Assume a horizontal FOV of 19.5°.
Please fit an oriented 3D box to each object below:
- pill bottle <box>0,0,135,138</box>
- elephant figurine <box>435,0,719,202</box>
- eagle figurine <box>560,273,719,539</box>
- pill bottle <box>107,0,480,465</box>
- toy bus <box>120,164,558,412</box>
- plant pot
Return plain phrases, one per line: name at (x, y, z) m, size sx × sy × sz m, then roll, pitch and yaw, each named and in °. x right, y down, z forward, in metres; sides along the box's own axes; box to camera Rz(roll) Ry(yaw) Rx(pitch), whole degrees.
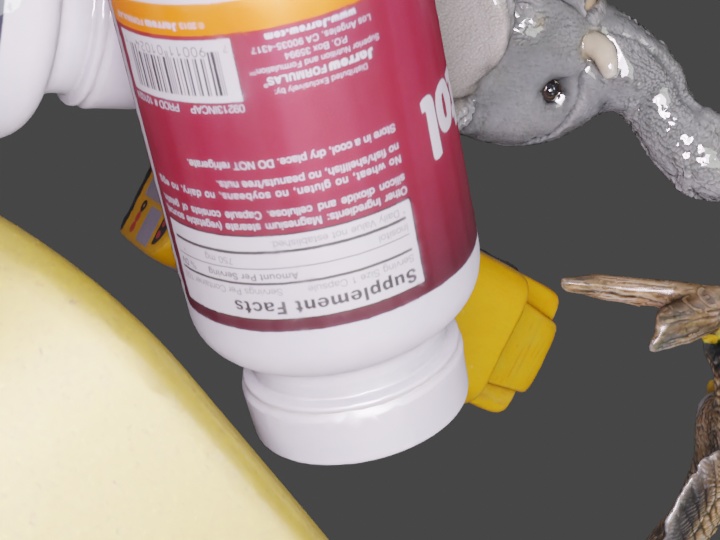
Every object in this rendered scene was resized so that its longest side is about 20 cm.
pill bottle at (-0.174, -0.105, 0.767) m, size 0.198 × 0.111 × 0.112 m, roll 1°, pitch 102°, yaw -24°
elephant figurine at (0.041, -0.108, 0.842) m, size 0.141 × 0.155 × 0.202 m, roll -20°, pitch 101°, yaw -39°
eagle figurine at (0.171, 0.098, 0.953) m, size 0.151 × 0.151 × 0.202 m, roll -25°, pitch 122°, yaw -56°
pill bottle at (-0.018, -0.037, 0.757) m, size 0.112 × 0.113 × 0.201 m, roll -21°, pitch 118°, yaw -18°
toy bus at (0.000, 0.000, 0.886) m, size 0.199 × 0.078 × 0.065 m, roll 27°, pitch 91°, yaw -26°
plant pot at (-0.159, 0.075, 0.780) m, size 0.195 × 0.194 × 0.201 m, roll -37°, pitch 105°, yaw -12°
